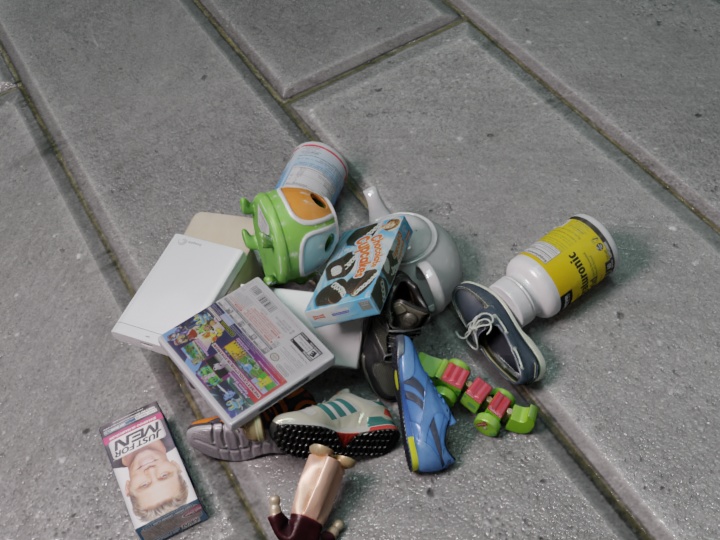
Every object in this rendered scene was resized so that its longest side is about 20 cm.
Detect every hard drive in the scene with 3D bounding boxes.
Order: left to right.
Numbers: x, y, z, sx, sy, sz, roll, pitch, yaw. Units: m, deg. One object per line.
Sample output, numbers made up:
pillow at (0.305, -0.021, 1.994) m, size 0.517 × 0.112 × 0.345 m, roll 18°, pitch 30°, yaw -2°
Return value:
hard drive at (-0.279, 0.037, 1.673) m, size 0.131 × 0.027 × 0.200 m, roll 14°, pitch 57°, yaw 23°

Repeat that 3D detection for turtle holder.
turtle holder at (-0.102, -0.042, 1.675) m, size 0.131 × 0.186 × 0.141 m, roll -17°, pitch 25°, yaw -16°

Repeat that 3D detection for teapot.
teapot at (0.072, -0.022, 1.756) m, size 0.199 × 0.146 × 0.198 m, roll 11°, pitch 51°, yaw 20°

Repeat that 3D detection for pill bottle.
pill bottle at (-0.101, -0.126, 1.914) m, size 0.108 × 0.109 × 0.200 m, roll 8°, pitch 51°, yaw 19°
pill bottle at (0.301, 0.005, 1.705) m, size 0.200 × 0.112 × 0.111 m, roll -34°, pitch 50°, yaw -18°

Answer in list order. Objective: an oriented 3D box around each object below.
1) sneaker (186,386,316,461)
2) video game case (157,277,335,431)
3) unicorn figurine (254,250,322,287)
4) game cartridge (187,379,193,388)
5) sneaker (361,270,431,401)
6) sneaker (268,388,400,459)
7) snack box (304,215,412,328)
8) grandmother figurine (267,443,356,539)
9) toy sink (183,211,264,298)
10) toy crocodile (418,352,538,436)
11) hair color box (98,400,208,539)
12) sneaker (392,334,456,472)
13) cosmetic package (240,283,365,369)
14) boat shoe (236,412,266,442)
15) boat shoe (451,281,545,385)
sneaker at (-0.161, 0.222, 1.640) m, size 0.199 × 0.078 × 0.112 m, roll 0°, pitch 43°, yaw -3°
video game case at (-0.166, 0.116, 1.565) m, size 0.182 × 0.023 × 0.200 m, roll -32°, pitch 54°, yaw -21°
unicorn figurine at (-0.129, -0.019, 1.826) m, size 0.199 × 0.138 × 0.074 m, roll -1°, pitch 35°, yaw 37°
game cartridge at (-0.192, 0.113, 1.767) m, size 0.199 × 0.038 × 0.130 m, roll -16°, pitch 42°, yaw -3°
sneaker at (0.052, 0.101, 1.616) m, size 0.076 × 0.200 × 0.114 m, roll 6°, pitch 2°, yaw -15°
sneaker at (-0.044, 0.219, 1.581) m, size 0.199 × 0.071 × 0.094 m, roll 4°, pitch 37°, yaw -21°
snack box at (0.000, 0.000, 1.628) m, size 0.116 × 0.037 × 0.200 m, roll -14°, pitch 32°, yaw 29°
grandmother figurine at (-0.075, 0.343, 1.486) m, size 0.121 × 0.061 × 0.201 m, roll 24°, pitch 67°, yaw -14°
toy sink at (-0.236, 0.020, 1.766) m, size 0.130 × 0.112 × 0.201 m, roll 8°, pitch 55°, yaw 19°
toy crocodile at (0.166, 0.180, 1.589) m, size 0.200 × 0.062 × 0.068 m, roll 31°, pitch 58°, yaw 11°
hair color box at (-0.309, 0.298, 1.602) m, size 0.100 × 0.061 × 0.200 m, roll -25°, pitch 48°, yaw -11°
sneaker at (0.092, 0.189, 1.563) m, size 0.078 × 0.066 × 0.201 m, roll -9°, pitch 85°, yaw -4°
cosmetic package at (-0.093, 0.089, 1.682) m, size 0.199 × 0.081 × 0.113 m, roll 9°, pitch 82°, yaw 2°
boat shoe at (-0.194, 0.183, 1.577) m, size 0.062 × 0.074 × 0.200 m, roll -21°, pitch 40°, yaw -17°
boat shoe at (0.198, 0.096, 1.649) m, size 0.062 × 0.075 × 0.200 m, roll -10°, pitch 56°, yaw -44°
